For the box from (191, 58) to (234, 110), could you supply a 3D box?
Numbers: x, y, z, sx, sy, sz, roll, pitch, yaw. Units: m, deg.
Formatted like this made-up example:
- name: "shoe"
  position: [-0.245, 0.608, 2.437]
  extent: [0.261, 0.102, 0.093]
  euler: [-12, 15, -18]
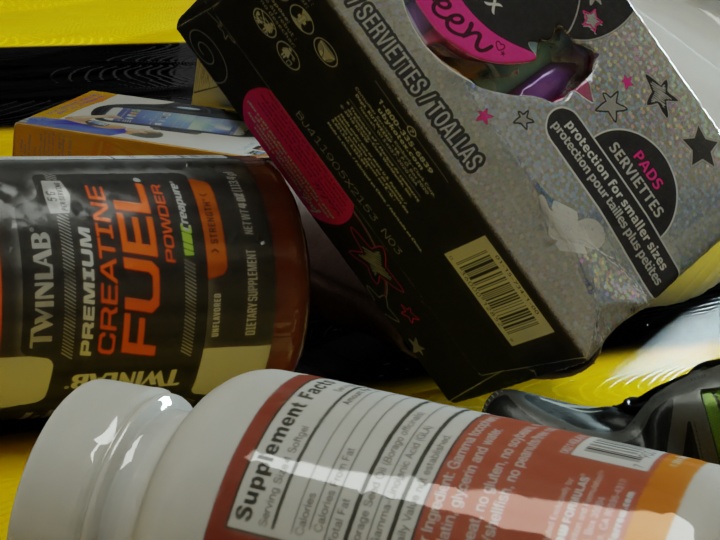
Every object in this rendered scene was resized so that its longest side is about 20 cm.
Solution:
- name: "box"
  position: [-0.030, -0.155, 1.360]
  extent: [0.108, 0.129, 0.200]
  euler: [9, 0, -14]

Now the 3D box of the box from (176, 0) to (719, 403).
- name: "box"
  position: [0.043, -0.067, 0.886]
  extent: [0.115, 0.201, 0.132]
  euler: [-39, 6, -24]

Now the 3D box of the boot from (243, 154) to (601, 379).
- name: "boot"
  position: [0.000, 0.000, 1.016]
  extent: [0.198, 0.073, 0.166]
  euler: [6, 13, -14]

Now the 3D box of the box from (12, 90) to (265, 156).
- name: "box"
  position: [-0.089, -0.066, 1.282]
  extent: [0.198, 0.042, 0.119]
  euler: [7, 15, 14]

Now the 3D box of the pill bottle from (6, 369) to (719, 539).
- name: "pill bottle"
  position: [0.005, 0.092, 0.627]
  extent: [0.198, 0.113, 0.112]
  euler: [11, 16, 20]

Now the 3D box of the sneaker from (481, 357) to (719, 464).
- name: "sneaker"
  position: [0.139, 0.056, 0.851]
  extent: [0.198, 0.083, 0.071]
  euler: [1, 17, -8]

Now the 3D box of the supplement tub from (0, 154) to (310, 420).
- name: "supplement tub"
  position: [-0.127, 0.007, 0.889]
  extent: [0.198, 0.108, 0.107]
  euler: [-3, 18, -25]

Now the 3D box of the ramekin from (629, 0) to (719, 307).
- name: "ramekin"
  position: [0.134, -0.070, 1.145]
  extent: [0.201, 0.095, 0.203]
  euler: [12, 47, -12]
